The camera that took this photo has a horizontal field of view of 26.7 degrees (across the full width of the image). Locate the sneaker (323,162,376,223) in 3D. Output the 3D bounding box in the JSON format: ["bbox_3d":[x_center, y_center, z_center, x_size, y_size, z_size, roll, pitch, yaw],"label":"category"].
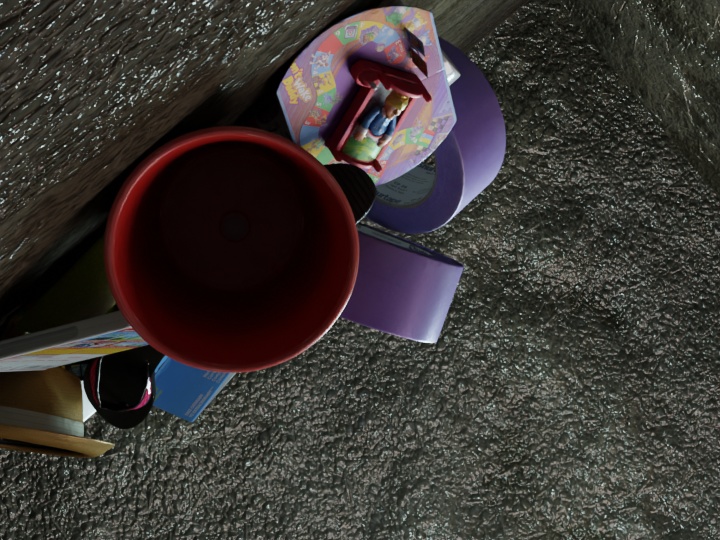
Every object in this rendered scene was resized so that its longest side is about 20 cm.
[{"bbox_3d":[-0.071,-0.029,1.408,0.199,0.074,0.089,-32,167,3],"label":"sneaker"}]

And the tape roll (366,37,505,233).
[{"bbox_3d":[0.048,-0.146,1.607,0.085,0.200,0.200,-40,-179,-40],"label":"tape roll"}]

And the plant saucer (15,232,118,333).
[{"bbox_3d":[-0.215,-0.001,1.456,0.200,0.048,0.200,-45,174,5],"label":"plant saucer"}]

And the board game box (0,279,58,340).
[{"bbox_3d":[-0.271,0.005,1.519,0.200,0.030,0.096,-44,-178,-25],"label":"board game box"}]

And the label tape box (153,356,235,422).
[{"bbox_3d":[-0.152,0.083,1.598,0.144,0.063,0.200,-51,179,31],"label":"label tape box"}]

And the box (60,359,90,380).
[{"bbox_3d":[-0.298,0.091,1.631,0.158,0.050,0.200,-3,180,-2],"label":"box"}]

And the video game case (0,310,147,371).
[{"bbox_3d":[-0.243,0.062,1.332,0.199,0.018,0.143,-14,172,25],"label":"video game case"}]

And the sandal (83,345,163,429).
[{"bbox_3d":[-0.229,0.101,1.465,0.200,0.075,0.045,118,-8,-51],"label":"sandal"}]

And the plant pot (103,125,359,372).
[{"bbox_3d":[-0.106,-0.029,1.264,0.200,0.201,0.177,-40,-169,3],"label":"plant pot"}]

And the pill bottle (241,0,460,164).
[{"bbox_3d":[-0.008,-0.159,1.463,0.200,0.114,0.113,-40,-178,8],"label":"pill bottle"}]

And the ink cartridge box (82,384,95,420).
[{"bbox_3d":[-0.349,0.122,1.812,0.115,0.067,0.200,1,-156,29],"label":"ink cartridge box"}]

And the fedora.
[{"bbox_3d":[-0.334,0.130,1.472,0.201,0.199,0.083,145,-46,-73],"label":"fedora"}]

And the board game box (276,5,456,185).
[{"bbox_3d":[0.015,-0.141,1.377,0.157,0.039,0.201,-26,137,-7],"label":"board game box"}]

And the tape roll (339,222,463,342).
[{"bbox_3d":[0.000,0.000,1.556,0.200,0.199,0.086,-57,167,-84],"label":"tape roll"}]
